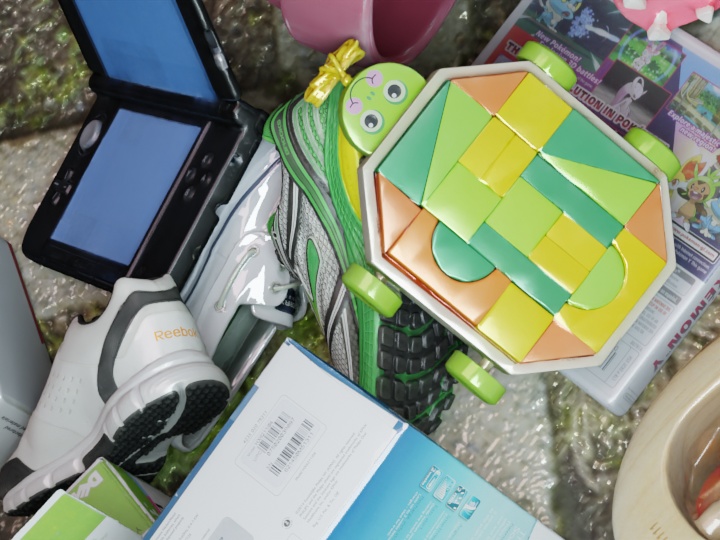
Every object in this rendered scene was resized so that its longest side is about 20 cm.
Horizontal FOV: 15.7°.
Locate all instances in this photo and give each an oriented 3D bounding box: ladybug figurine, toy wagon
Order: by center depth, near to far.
[{"bbox_3d":[0.211,0.086,1.228,0.200,0.072,0.136,-39,56,9],"label":"ladybug figurine"},{"bbox_3d":[0.058,-0.038,1.290,0.200,0.040,0.155,39,85,-7],"label":"toy wagon"}]

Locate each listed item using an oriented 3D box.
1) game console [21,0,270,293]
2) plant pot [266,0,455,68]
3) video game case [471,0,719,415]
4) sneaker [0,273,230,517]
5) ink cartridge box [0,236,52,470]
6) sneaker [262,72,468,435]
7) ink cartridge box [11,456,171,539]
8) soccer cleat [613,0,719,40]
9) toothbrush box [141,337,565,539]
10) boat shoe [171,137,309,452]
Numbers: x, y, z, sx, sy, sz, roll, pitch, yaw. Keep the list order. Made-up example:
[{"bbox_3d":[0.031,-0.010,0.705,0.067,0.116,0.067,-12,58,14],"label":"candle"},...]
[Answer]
[{"bbox_3d":[-0.146,-0.092,1.426,0.176,0.116,0.200,-62,29,-6],"label":"game console"},{"bbox_3d":[-0.032,-0.226,1.362,0.178,0.200,0.201,22,80,15],"label":"plant pot"},{"bbox_3d":[0.120,-0.049,1.367,0.200,0.023,0.183,38,89,35],"label":"video game case"},{"bbox_3d":[-0.135,0.070,1.379,0.200,0.073,0.080,-40,62,44],"label":"sneaker"},{"bbox_3d":[-0.281,0.075,1.490,0.199,0.084,0.145,-30,59,13],"label":"ink cartridge box"},{"bbox_3d":[0.000,0.000,1.357,0.085,0.078,0.201,-7,91,39],"label":"sneaker"},{"bbox_3d":[-0.162,0.166,1.316,0.148,0.200,0.076,-45,56,3],"label":"ink cartridge box"},{"bbox_3d":[0.217,-0.181,1.331,0.199,0.067,0.077,-18,53,23],"label":"soccer cleat"},{"bbox_3d":[-0.005,0.141,1.243,0.085,0.200,0.147,35,88,35],"label":"toothbrush box"},{"bbox_3d":[-0.056,0.009,1.413,0.067,0.073,0.201,39,102,31],"label":"boat shoe"}]
